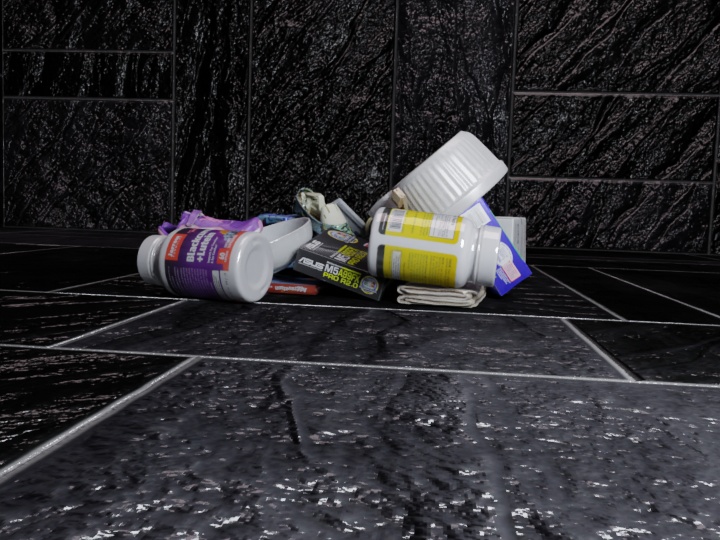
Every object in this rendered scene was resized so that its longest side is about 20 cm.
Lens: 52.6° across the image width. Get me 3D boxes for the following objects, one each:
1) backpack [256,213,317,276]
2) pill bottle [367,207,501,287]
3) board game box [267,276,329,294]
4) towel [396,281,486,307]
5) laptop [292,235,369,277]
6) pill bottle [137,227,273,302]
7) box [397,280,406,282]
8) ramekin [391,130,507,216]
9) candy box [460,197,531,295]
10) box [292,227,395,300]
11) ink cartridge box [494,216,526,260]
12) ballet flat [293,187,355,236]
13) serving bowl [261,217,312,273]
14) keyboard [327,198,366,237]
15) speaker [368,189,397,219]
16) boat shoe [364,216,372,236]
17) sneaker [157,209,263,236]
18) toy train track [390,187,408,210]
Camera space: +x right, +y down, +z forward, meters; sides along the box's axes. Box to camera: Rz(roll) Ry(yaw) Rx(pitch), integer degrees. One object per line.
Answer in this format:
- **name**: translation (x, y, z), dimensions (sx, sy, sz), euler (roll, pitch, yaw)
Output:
- **backpack**: translation (-0.169, -0.054, 1.585), dimensions (0.182, 0.135, 0.200), euler (7, 8, 40)
- **pill bottle**: translation (0.119, -0.034, 1.162), dimensions (0.200, 0.114, 0.114), euler (9, 6, 11)
- **board game box**: translation (-0.165, 0.025, 1.319), dimensions (0.200, 0.019, 0.103), euler (3, 7, 12)
- **towel**: translation (0.143, 0.034, 1.249), dimensions (0.132, 0.035, 0.200), euler (4, 5, 14)
- **laptop**: translation (0.000, 0.000, 1.471), dimensions (0.187, 0.116, 0.200), euler (-22, -9, -41)
- **pill bottle**: translation (-0.250, -0.011, 1.161), dimensions (0.200, 0.112, 0.111), euler (4, 5, 23)
- **box**: translation (0.155, -0.002, 1.596), dimensions (0.193, 0.048, 0.200), euler (-1, 4, 14)
- **ramekin**: translation (0.148, -0.154, 1.274), dimensions (0.200, 0.105, 0.200), euler (-40, 5, 4)
- **candy box**: translation (0.223, -0.047, 1.373), dimensions (0.077, 0.169, 0.200), euler (-34, 5, -2)
- **box**: translation (-0.013, -0.016, 1.304), dimensions (0.160, 0.044, 0.200), euler (21, 17, 9)
- **ink cartridge box**: translation (0.307, -0.044, 1.589), dimensions (0.084, 0.146, 0.200), euler (3, 4, 20)
- **ballet flat**: translation (-0.077, -0.114, 1.477), dimensions (0.074, 0.074, 0.200), euler (-2, 26, -40)
- **serving bowl**: translation (-0.174, -0.031, 1.313), dimensions (0.200, 0.066, 0.200), euler (-18, 13, 4)
- **keyboard**: translation (-0.002, -0.083, 1.612), dimensions (0.056, 0.011, 0.200), euler (-22, -53, 37)
- **speaker**: translation (0.106, -0.063, 1.403), dimensions (0.081, 0.200, 0.081), euler (-39, -6, -5)
- **boat shoe**: translation (0.095, -0.074, 1.605), dimensions (0.200, 0.073, 0.065), euler (14, -4, -42)
- **sneaker**: translation (-0.267, -0.066, 1.254), dimensions (0.200, 0.089, 0.080), euler (-14, 13, 14)
- **toy train track**: translation (0.071, -0.068, 1.268), dimensions (0.033, 0.115, 0.200), euler (-31, -33, -10)
